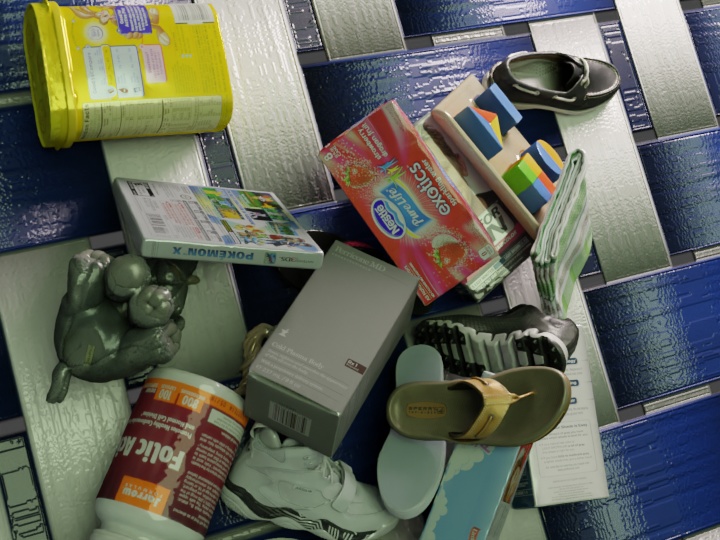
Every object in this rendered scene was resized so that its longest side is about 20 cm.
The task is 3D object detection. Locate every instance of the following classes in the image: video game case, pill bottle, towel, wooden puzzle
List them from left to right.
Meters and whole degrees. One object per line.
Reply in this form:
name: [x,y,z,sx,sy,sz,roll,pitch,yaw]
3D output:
pill bottle: [-0.193,0.208,1.212,0.114,0.114,0.201,25,69,-15]
video game case: [-0.151,-0.050,1.259,0.181,0.200,0.022,4,109,-21]
wooden puzzle: [0.173,-0.143,1.422,0.186,0.046,0.200,50,25,-4]
towel: [0.241,-0.030,1.416,0.030,0.200,0.150,16,69,22]

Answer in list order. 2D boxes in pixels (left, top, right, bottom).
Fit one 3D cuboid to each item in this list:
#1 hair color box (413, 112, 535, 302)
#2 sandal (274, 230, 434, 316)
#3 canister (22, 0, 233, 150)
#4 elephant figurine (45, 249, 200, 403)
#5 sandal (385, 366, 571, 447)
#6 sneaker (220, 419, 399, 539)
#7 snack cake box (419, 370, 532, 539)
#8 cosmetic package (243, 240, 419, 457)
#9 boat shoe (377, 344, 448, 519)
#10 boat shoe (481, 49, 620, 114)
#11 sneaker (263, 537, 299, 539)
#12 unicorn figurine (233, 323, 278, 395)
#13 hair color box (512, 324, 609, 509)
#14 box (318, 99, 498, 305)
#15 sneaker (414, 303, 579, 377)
hair color box: [0.101,-0.070,1.408,0.100,0.061,0.200,-41,94,-6]
sandal: [0.000,0.000,1.380,0.198,0.045,0.076,15,72,-18]
canister: [-0.246,-0.212,1.309,0.198,0.086,0.150,-7,80,-25]
elephant figurine: [-0.225,0.038,1.246,0.154,0.200,0.143,-6,97,5]
sandal: [0.115,0.138,1.249,0.198,0.054,0.081,-5,73,19]
sneaker: [-0.038,0.211,1.268,0.198,0.115,0.075,14,32,-16]
snack cake box: [0.133,0.218,1.314,0.067,0.115,0.201,19,82,18]
cosmetic package: [-0.027,0.076,1.241,0.106,0.091,0.201,23,52,10]
boat shoe: [0.061,0.187,1.336,0.074,0.086,0.203,-3,52,10]
boat shoe: [0.249,-0.241,1.532,0.198,0.060,0.075,-1,72,-24]
sneaker: [-0.051,0.311,1.264,0.198,0.085,0.073,-1,79,-21]
unicorn figurine: [-0.032,0.091,1.327,0.198,0.074,0.138,9,63,-14]
hair color box: [0.217,0.169,1.420,0.099,0.060,0.202,-2,79,-21]
box: [0.052,-0.074,1.315,0.099,0.095,0.201,-35,95,8]
sneaker: [0.157,0.075,1.367,0.090,0.199,0.067,-35,120,-45]
